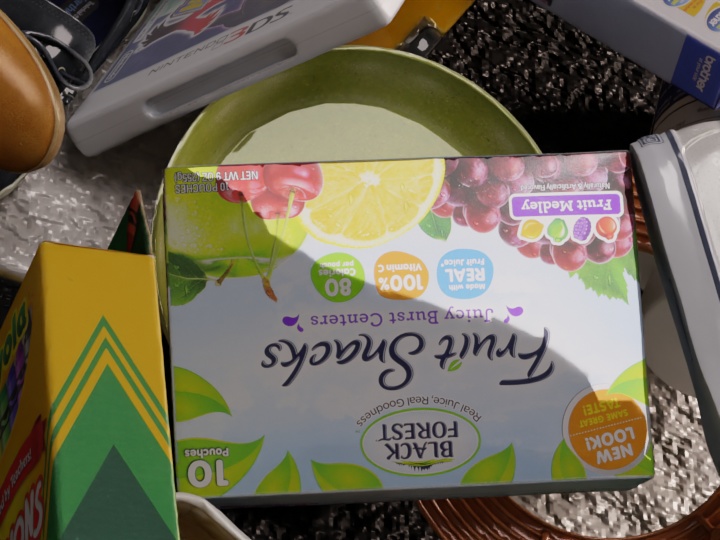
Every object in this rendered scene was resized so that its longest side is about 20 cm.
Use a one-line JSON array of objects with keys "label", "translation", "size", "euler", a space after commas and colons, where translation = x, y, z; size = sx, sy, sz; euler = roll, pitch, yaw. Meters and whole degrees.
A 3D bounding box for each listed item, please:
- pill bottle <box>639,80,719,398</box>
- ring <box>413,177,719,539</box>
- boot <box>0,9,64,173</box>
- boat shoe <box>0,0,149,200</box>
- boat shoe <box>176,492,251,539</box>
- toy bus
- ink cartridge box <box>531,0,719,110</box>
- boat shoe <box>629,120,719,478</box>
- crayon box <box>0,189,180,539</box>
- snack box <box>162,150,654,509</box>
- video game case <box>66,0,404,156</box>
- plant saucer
[{"label": "pill bottle", "translation": [0.188, -0.036, 1.383], "size": [0.111, 0.111, 0.200], "euler": [23, 49, -7]}, {"label": "ring", "translation": [0.109, 0.052, 1.263], "size": [0.200, 0.019, 0.201], "euler": [1, 80, -7]}, {"label": "boot", "translation": [-0.232, -0.095, 1.185], "size": [0.201, 0.071, 0.144], "euler": [38, 27, 17]}, {"label": "boat shoe", "translation": [-0.155, -0.097, 1.304], "size": [0.075, 0.062, 0.200], "euler": [36, 50, 2]}, {"label": "boat shoe", "translation": [-0.022, 0.169, 1.155], "size": [0.071, 0.070, 0.200], "euler": [-31, 71, -39]}, {"label": "toy bus", "translation": [0.013, -0.130, 1.392], "size": [0.065, 0.078, 0.200], "euler": [42, 48, -2]}, {"label": "ink cartridge box", "translation": [0.144, -0.148, 1.365], "size": [0.200, 0.042, 0.119], "euler": [31, 46, 18]}, {"label": "boat shoe", "translation": [0.182, 0.031, 1.224], "size": [0.086, 0.075, 0.203], "euler": [-16, 84, 0]}, {"label": "crayon box", "translation": [-0.117, 0.081, 1.142], "size": [0.051, 0.127, 0.201], "euler": [7, 51, -20]}, {"label": "snack box", "translation": [0.018, 0.026, 1.219], "size": [0.199, 0.053, 0.143], "euler": [-3, 81, -5]}, {"label": "video game case", "translation": [-0.027, -0.141, 1.315], "size": [0.023, 0.182, 0.200], "euler": [54, 38, -20]}, {"label": "plant saucer", "translation": [0.000, 0.000, 1.283], "size": [0.199, 0.031, 0.201], "euler": [4, 78, -18]}]
